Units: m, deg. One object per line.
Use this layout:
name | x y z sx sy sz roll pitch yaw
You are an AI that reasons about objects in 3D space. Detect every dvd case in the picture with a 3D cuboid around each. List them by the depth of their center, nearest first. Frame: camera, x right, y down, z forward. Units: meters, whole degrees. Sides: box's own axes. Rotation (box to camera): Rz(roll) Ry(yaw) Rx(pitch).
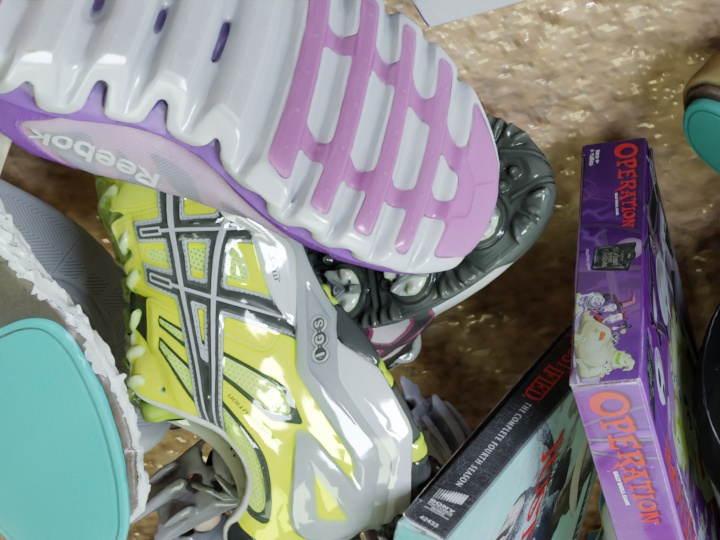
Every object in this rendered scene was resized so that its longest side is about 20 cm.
dvd case | 0.049 0.106 0.868 0.022 0.200 0.146 22 120 16

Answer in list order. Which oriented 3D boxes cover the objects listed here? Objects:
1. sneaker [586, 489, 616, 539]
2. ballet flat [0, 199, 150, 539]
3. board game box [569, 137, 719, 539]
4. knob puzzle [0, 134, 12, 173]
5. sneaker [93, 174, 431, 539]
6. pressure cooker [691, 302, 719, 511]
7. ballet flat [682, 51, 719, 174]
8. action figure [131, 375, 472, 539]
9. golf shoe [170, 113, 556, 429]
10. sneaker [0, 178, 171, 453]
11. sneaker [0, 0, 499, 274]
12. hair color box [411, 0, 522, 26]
sneaker | 0.115 0.151 1.043 0.105 0.076 0.200 -10 141 18
ballet flat | -0.124 0.006 0.772 0.072 0.072 0.200 -17 114 24
board game box | 0.110 0.065 0.852 0.032 0.120 0.200 -4 134 18
knob puzzle | -0.216 -0.029 0.772 0.219 0.220 0.030 28 176 -28
sneaker | -0.055 0.007 0.793 0.076 0.200 0.075 -31 173 -12
pressure cooker | 0.220 0.086 0.869 0.178 0.176 0.200 -6 138 18
ballet flat | 0.193 -0.013 0.754 0.200 0.063 0.069 44 159 17
action figure | -0.007 0.085 0.911 0.130 0.070 0.200 -19 164 21
golf shoe | 0.000 0.000 0.877 0.200 0.077 0.088 -26 155 34
sneaker | -0.167 0.010 0.873 0.200 0.073 0.112 42 136 -11
sneaker | -0.054 -0.054 0.733 0.200 0.081 0.088 24 155 -10
hair color box | 0.028 -0.164 0.653 0.109 0.065 0.200 -14 138 22
